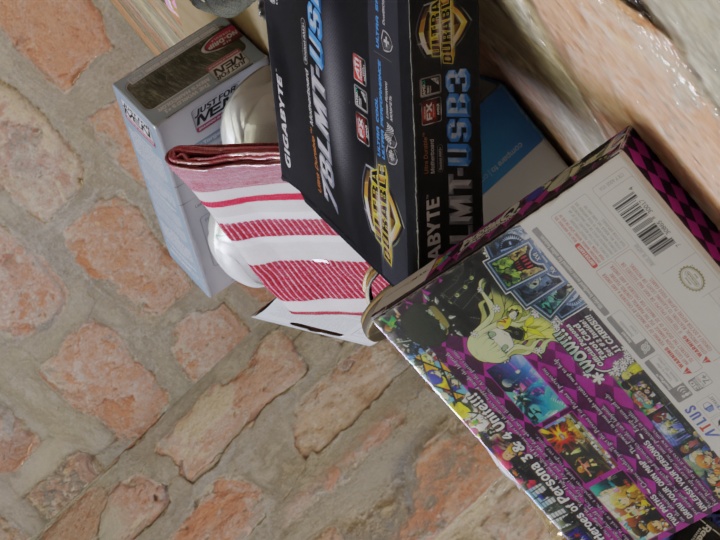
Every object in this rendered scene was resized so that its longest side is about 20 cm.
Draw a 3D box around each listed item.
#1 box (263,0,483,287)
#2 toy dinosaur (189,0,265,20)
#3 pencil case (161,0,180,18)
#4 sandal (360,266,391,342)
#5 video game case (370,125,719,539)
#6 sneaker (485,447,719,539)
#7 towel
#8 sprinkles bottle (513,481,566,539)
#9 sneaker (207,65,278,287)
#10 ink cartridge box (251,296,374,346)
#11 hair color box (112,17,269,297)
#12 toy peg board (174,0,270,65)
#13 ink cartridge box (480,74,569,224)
[{"bbox_3d":[0.004,-0.107,1.147,0.198,0.049,0.201,42,143,51],"label":"box"},{"bbox_3d":[-0.092,-0.206,1.315,0.199,0.077,0.103,-1,102,49],"label":"toy dinosaur"},{"bbox_3d":[-0.137,-0.247,1.769,0.200,0.083,0.087,45,164,43],"label":"pencil case"},{"bbox_3d":[0.035,0.009,1.291,0.200,0.080,0.054,39,-150,-85],"label":"sandal"},{"bbox_3d":[0.135,0.048,1.066,0.200,0.181,0.036,48,-147,-11],"label":"video game case"},{"bbox_3d":[0.186,0.151,1.359,0.199,0.081,0.115,42,166,-31],"label":"sneaker"},{"bbox_3d":[-0.032,-0.023,1.387,0.143,0.023,0.200,1,148,28],"label":"towel"},{"bbox_3d":[0.120,0.107,1.516,0.201,0.068,0.068,56,179,16],"label":"sprinkles bottle"},{"bbox_3d":[-0.060,-0.049,1.436,0.080,0.070,0.201,36,144,22],"label":"sneaker"},{"bbox_3d":[0.000,0.000,1.517,0.108,0.051,0.200,14,159,-18],"label":"ink cartridge box"},{"bbox_3d":[-0.107,-0.081,1.489,0.061,0.099,0.201,45,160,33],"label":"hair color box"},{"bbox_3d":[-0.049,-0.186,1.470,0.200,0.098,0.200,43,159,34],"label":"toy peg board"},{"bbox_3d":[0.099,-0.028,1.287,0.200,0.084,0.145,49,175,-18],"label":"ink cartridge box"}]
